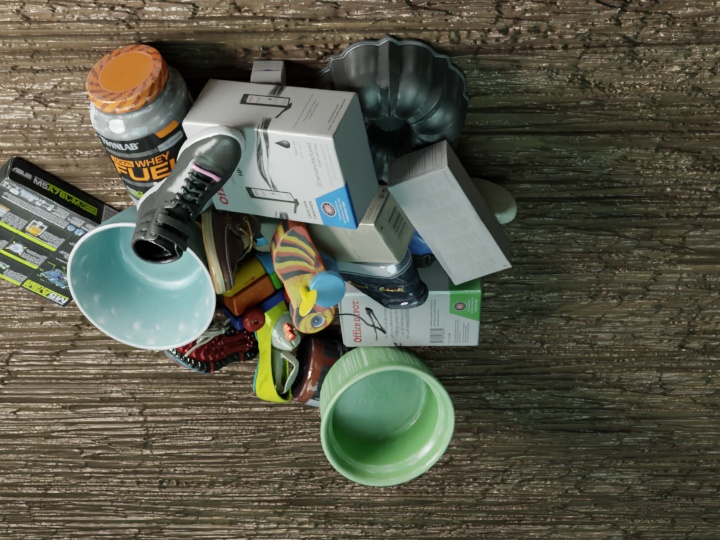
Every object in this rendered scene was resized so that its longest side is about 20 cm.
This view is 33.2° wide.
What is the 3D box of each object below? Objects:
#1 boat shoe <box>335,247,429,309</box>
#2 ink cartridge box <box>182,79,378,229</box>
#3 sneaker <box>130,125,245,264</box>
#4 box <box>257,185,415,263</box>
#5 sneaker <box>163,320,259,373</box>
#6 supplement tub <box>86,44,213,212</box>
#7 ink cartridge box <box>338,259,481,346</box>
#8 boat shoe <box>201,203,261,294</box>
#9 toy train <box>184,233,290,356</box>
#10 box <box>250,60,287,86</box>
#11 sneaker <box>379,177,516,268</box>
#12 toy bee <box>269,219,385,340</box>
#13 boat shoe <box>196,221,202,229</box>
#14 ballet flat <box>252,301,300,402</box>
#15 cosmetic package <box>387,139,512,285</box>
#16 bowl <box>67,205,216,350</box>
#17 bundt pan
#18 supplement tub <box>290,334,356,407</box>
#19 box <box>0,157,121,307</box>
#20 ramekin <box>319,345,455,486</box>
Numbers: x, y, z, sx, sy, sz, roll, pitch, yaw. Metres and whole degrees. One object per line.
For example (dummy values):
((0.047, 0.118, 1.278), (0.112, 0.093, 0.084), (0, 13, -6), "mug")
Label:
((0.000, 0.000, 1.613), (0.199, 0.071, 0.091), (15, 145, 44), "boat shoe")
((-0.092, -0.137, 1.425), (0.197, 0.085, 0.147), (8, 140, 23), "ink cartridge box")
((-0.196, -0.077, 1.380), (0.070, 0.100, 0.199), (28, 132, -27), "sneaker")
((-0.032, -0.060, 1.558), (0.197, 0.069, 0.082), (3, 144, 36), "box")
((-0.233, 0.116, 1.773), (0.094, 0.081, 0.199), (-13, 171, 29), "sneaker")
((-0.248, -0.163, 1.453), (0.120, 0.124, 0.201), (-8, 139, 11), "supplement tub")
((0.070, 0.037, 1.706), (0.196, 0.085, 0.147), (-1, 147, 2), "ink cartridge box")
((-0.160, -0.054, 1.523), (0.071, 0.202, 0.073), (-6, 131, -2), "boat shoe")
((-0.177, 0.024, 1.653), (0.199, 0.084, 0.117), (-34, 128, -15), "toy train")
((-0.106, -0.172, 1.503), (0.041, 0.039, 0.202), (2, 140, 4), "box")
((0.109, -0.058, 1.603), (0.196, 0.077, 0.112), (-1, 135, 8), "sneaker")
((-0.065, 0.037, 1.533), (0.108, 0.131, 0.201), (-35, 97, 4), "toy bee")
((-0.241, 0.015, 1.695), (0.071, 0.066, 0.202), (36, 144, 14), "boat shoe")
((-0.120, 0.114, 1.793), (0.066, 0.067, 0.203), (22, 126, 25), "ballet flat")
((0.113, -0.069, 1.493), (0.081, 0.051, 0.201), (-16, 136, 22), "cosmetic package")
((-0.274, -0.007, 1.584), (0.197, 0.106, 0.203), (5, 127, 7), "bowl")
((0.036, -0.181, 1.462), (0.198, 0.077, 0.204), (1, 139, 1), "bundt pan")
((-0.002, 0.172, 1.860), (0.197, 0.108, 0.107), (16, 139, -16), "supplement tub")
((-0.440, -0.047, 1.659), (0.198, 0.048, 0.192), (28, 135, -30), "box")
((0.032, 0.204, 1.768), (0.196, 0.098, 0.203), (-4, 116, -9), "ramekin")
